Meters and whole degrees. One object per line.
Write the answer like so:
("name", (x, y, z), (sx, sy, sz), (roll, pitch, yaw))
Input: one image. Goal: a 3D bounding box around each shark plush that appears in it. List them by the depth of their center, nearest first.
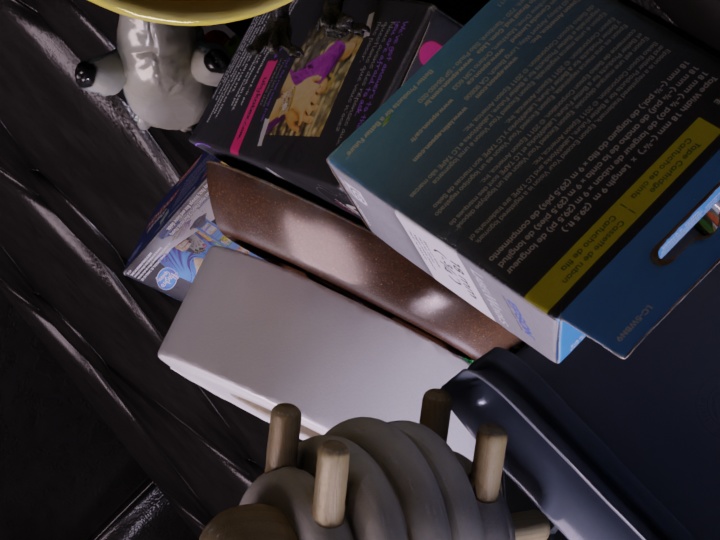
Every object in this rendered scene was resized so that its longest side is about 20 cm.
("shark plush", (-0.104, -0.131, 1.720), (0.200, 0.090, 0.084), (46, -143, -66))

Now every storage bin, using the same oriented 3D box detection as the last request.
("storage bin", (0.158, 0.083, 1.399), (0.200, 0.134, 0.146), (47, 168, 2))

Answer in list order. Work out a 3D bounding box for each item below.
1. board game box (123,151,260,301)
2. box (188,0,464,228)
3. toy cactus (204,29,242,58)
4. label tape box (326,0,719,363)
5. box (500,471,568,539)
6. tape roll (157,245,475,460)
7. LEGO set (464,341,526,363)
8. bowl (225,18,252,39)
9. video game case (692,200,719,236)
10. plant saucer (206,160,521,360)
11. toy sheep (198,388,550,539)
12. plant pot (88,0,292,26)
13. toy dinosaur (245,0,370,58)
("board game box", (-0.009, -0.010, 1.688), (0.199, 0.062, 0.200), (33, 141, -11))
("box", (0.016, -0.074, 1.478), (0.122, 0.107, 0.200), (30, 176, -27))
("toy cactus", (-0.011, -0.067, 1.733), (0.165, 0.102, 0.201), (1, 126, 60))
("label tape box", (0.104, -0.038, 1.265), (0.200, 0.144, 0.063), (36, 165, 40))
("box", (0.169, 0.141, 1.556), (0.159, 0.198, 0.046), (91, 176, -74))
("tape roll", (-0.012, 0.062, 1.591), (0.201, 0.071, 0.202), (26, 174, 3))
("LEGO set", (0.141, 0.064, 1.643), (0.200, 0.115, 0.155), (110, 145, -67))
("bowl", (-0.075, -0.192, 1.629), (0.201, 0.039, 0.201), (43, 168, 12))
("video game case", (0.226, 0.041, 1.407), (0.200, 0.022, 0.182), (45, 168, 11))
("plant saucer", (0.000, 0.000, 1.530), (0.199, 0.035, 0.200), (27, 178, 1))
("toy sheep", (0.011, 0.131, 1.374), (0.138, 0.199, 0.139), (7, 98, 61))
("plant pot", (-0.097, -0.218, 1.249), (0.201, 0.201, 0.189), (51, 172, -22))
("toy dinosaur", (-0.024, -0.155, 1.438), (0.047, 0.089, 0.200), (9, 164, -16))
